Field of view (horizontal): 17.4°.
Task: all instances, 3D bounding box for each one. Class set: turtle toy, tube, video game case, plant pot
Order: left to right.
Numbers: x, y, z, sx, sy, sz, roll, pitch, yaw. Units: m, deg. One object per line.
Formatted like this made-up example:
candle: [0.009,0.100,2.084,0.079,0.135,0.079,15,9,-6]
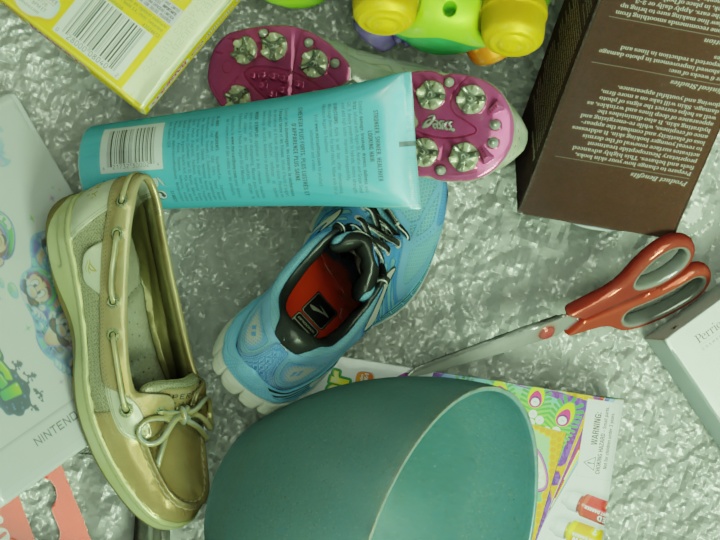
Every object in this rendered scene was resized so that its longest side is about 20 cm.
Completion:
video game case: [-0.204,0.013,1.327,0.024,0.182,0.200,-27,95,35]
tube: [-0.063,-0.067,1.354,0.200,0.050,0.077,-4,98,19]
plant pot: [-0.007,0.145,1.311,0.135,0.200,0.200,15,86,29]
turtle toy: [0.027,-0.187,1.387,0.200,0.101,0.146,8,65,-6]

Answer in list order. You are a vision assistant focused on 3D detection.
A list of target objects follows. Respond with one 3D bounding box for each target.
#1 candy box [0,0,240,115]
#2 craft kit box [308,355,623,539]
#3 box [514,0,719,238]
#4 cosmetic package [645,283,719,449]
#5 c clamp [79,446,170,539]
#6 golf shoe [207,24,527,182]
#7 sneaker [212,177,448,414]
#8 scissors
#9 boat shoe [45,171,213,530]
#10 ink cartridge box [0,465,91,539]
candy box: [-0.173,-0.191,1.376,0.200,0.026,0.102,38,81,6]
craft kit box: [0.047,0.159,1.418,0.197,0.049,0.200,8,88,-6]
box: [0.162,-0.116,1.364,0.100,0.200,0.075,9,43,-9]
cosmetic package: [0.301,0.046,1.453,0.200,0.052,0.151,-35,96,-8]
c clamp: [-0.182,0.120,1.347,0.200,0.027,0.171,18,71,-42]
golf shoe: [0.006,-0.095,1.393,0.200,0.092,0.075,19,97,21]
sneaker: [0.000,0.000,1.365,0.078,0.090,0.200,41,55,-5]
scissors: [0.123,0.036,1.423,0.200,0.073,0.014,-28,56,-6]
boat shoe: [-0.121,0.046,1.334,0.063,0.073,0.201,-19,81,34]
ink cartridge box: [-0.263,0.163,1.368,0.200,0.050,0.161,-21,93,-6]
